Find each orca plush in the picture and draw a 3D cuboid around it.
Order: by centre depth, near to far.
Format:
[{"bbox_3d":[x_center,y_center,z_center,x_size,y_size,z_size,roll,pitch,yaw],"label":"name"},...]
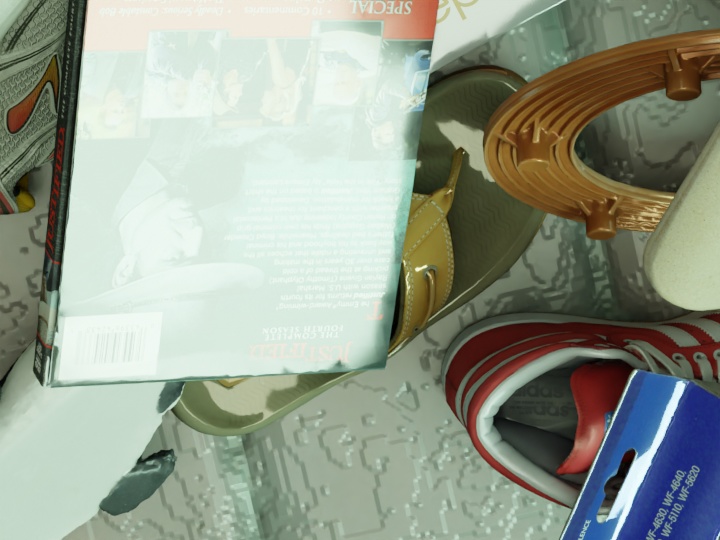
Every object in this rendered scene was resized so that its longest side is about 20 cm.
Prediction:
[{"bbox_3d":[-0.119,0.031,1.167,0.105,0.071,0.201,4,124,-30],"label":"orca plush"}]

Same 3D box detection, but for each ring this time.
[{"bbox_3d":[0.146,-0.045,1.102,0.199,0.201,0.019,-2,71,0],"label":"ring"}]

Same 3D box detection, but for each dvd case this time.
[{"bbox_3d":[-0.044,-0.053,1.087,0.145,0.022,0.201,-3,113,-25],"label":"dvd case"}]

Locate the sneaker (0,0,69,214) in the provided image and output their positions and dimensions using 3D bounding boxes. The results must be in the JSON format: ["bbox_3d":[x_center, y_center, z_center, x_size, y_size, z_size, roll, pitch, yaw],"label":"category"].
[{"bbox_3d":[-0.130,-0.094,1.121,0.082,0.078,0.200,11,141,-24],"label":"sneaker"}]

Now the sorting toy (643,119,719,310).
[{"bbox_3d":[0.213,-0.058,1.017,0.199,0.037,0.186,0,130,-41],"label":"sorting toy"}]

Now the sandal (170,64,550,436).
[{"bbox_3d":[0.000,0.000,1.174,0.200,0.054,0.080,-38,97,7],"label":"sandal"}]

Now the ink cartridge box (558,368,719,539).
[{"bbox_3d":[0.166,0.099,1.141,0.199,0.039,0.100,9,110,-40],"label":"ink cartridge box"}]

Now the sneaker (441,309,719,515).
[{"bbox_3d":[0.133,0.049,1.154,0.199,0.112,0.072,-6,101,1],"label":"sneaker"}]

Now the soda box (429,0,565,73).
[{"bbox_3d":[0.008,-0.105,1.149,0.199,0.068,0.064,-27,99,5],"label":"soda box"}]
